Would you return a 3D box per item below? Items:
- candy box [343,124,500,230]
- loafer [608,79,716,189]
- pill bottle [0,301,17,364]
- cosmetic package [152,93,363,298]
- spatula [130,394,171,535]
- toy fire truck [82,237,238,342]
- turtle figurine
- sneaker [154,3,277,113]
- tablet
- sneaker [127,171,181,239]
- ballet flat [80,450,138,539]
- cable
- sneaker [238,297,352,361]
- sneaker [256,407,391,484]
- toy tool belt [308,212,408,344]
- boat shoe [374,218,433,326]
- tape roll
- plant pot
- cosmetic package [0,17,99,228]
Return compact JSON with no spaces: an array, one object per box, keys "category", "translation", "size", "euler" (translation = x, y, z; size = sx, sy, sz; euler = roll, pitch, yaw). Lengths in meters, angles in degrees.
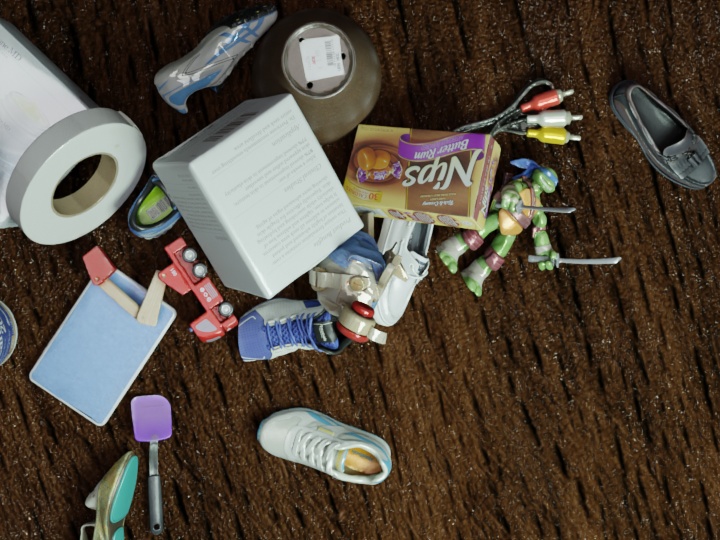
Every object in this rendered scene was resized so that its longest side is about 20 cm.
[{"category":"candy box","translation":[0.080,-0.128,1.362],"size":[0.197,0.056,0.118],"euler":[9,78,27]},{"category":"loafer","translation":[0.434,-0.190,1.430],"size":[0.200,0.063,0.072],"euler":[44,91,-6]},{"category":"pill bottle","translation":[-0.533,0.096,1.328],"size":[0.109,0.200,0.113],"euler":[0,95,-3]},{"category":"cosmetic package","translation":[-0.135,-0.097,1.313],"size":[0.167,0.166,0.202],"euler":[-36,110,-21]},{"category":"spatula","translation":[-0.296,0.281,1.447],"size":[0.056,0.021,0.203],"euler":[-4,98,-18]},{"category":"toy fire truck","translation":[-0.278,0.029,1.404],"size":[0.140,0.049,0.201],"euler":[-34,95,-9]},{"category":"turtle figurine","translation":[0.214,-0.043,1.379],"size":[0.193,0.144,0.201],"euler":[-41,69,13]},{"category":"sneaker","translation":[-0.192,-0.296,1.389],"size":[0.199,0.072,0.073],"euler":[-38,121,-3]},{"category":"tablet","translation":[-0.367,0.106,1.433],"size":[0.129,0.014,0.201],"euler":[34,91,-5]},{"category":"sneaker","translation":[-0.242,-0.117,1.384],"size":[0.079,0.089,0.200],"euler":[44,91,-7]},{"category":"ballet flat","translation":[-0.363,0.353,1.431],"size":[0.070,0.071,0.203],"euler":[8,94,-4]},{"category":"cable","translation":[0.211,-0.214,1.421],"size":[0.197,0.050,0.099],"euler":[-11,94,-4]},{"category":"sneaker","translation":[-0.076,0.076,1.397],"size":[0.196,0.115,0.082],"euler":[-11,94,-2]},{"category":"sneaker","translation":[-0.050,0.250,1.430],"size":[0.197,0.081,0.078],"euler":[13,96,-3]},{"category":"toy tool belt","translation":[0.000,0.000,1.312],"size":[0.123,0.200,0.124],"euler":[23,104,-16]},{"category":"boat shoe","translation":[0.066,-0.019,1.413],"size":[0.072,0.068,0.203],"euler":[18,86,-48]},{"category":"tape roll","translation":[-0.370,-0.123,1.323],"size":[0.037,0.203,0.203],"euler":[42,91,19]},{"category":"plant pot","translation":[-0.056,-0.266,1.327],"size":[0.184,0.200,0.190],"euler":[0,94,-4]},{"category":"cosmetic package","translation":[-0.476,-0.198,1.348],"size":[0.199,0.123,0.200],"euler":[42,90,-6]}]
